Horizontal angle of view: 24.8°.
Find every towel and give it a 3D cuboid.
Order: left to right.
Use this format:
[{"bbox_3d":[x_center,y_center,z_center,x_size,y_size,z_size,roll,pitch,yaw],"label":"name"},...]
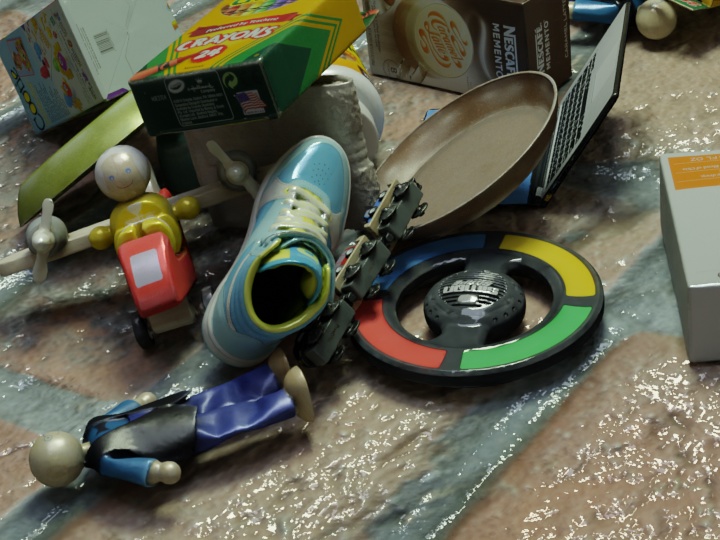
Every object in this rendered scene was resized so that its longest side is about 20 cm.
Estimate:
[{"bbox_3d":[-0.067,-0.097,1.380,0.200,0.133,0.034,4,28,40],"label":"towel"}]

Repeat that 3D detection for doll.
[{"bbox_3d":[-0.139,0.112,1.174,0.200,0.049,0.136,-18,23,-14],"label":"doll"},{"bbox_3d":[0.251,-0.287,1.699,0.136,0.049,0.200,-16,37,-30],"label":"doll"}]

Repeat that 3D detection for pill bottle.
[{"bbox_3d":[-0.041,-0.159,1.524,0.109,0.109,0.200,-13,32,-6],"label":"pill bottle"}]

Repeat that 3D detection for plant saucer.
[{"bbox_3d":[-0.236,-0.114,1.465,0.200,0.031,0.200,-38,8,6],"label":"plant saucer"},{"bbox_3d":[-0.131,-0.167,1.516,0.200,0.036,0.200,-38,32,29],"label":"plant saucer"},{"bbox_3d":[0.088,-0.091,1.376,0.200,0.032,0.200,-33,24,16],"label":"plant saucer"}]

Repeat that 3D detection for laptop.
[{"bbox_3d":[0.139,-0.148,1.464,0.116,0.200,0.187,27,35,-6],"label":"laptop"}]

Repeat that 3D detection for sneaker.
[{"bbox_3d":[-0.043,-0.025,1.233,0.079,0.131,0.200,26,70,-14],"label":"sneaker"}]

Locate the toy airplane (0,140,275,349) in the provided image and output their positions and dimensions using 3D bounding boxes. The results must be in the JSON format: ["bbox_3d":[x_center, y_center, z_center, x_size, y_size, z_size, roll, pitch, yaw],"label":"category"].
[{"bbox_3d":[-0.174,-0.047,1.337,0.199,0.141,0.200,10,44,39],"label":"toy airplane"}]

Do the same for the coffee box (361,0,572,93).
[{"bbox_3d":[0.104,-0.244,1.621,0.200,0.115,0.080,17,39,35],"label":"coffee box"}]

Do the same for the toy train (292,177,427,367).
[{"bbox_3d":[0.000,0.000,1.270,0.046,0.034,0.200,-22,29,47],"label":"toy train"}]

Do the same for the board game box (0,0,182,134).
[{"bbox_3d":[-0.262,-0.212,1.593,0.103,0.105,0.200,-28,9,-28],"label":"board game box"}]

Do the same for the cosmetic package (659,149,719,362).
[{"bbox_3d":[0.289,-0.017,1.255,0.101,0.071,0.200,-5,33,6],"label":"cosmetic package"}]

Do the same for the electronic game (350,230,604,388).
[{"bbox_3d":[0.088,0.026,1.262,0.199,0.042,0.200,-6,32,4],"label":"electronic game"}]

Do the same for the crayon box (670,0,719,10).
[{"bbox_3d":[0.347,-0.320,1.675,0.127,0.051,0.200,31,33,30],"label":"crayon box"}]

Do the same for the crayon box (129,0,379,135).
[{"bbox_3d":[-0.082,-0.182,1.328,0.127,0.051,0.200,-5,28,29],"label":"crayon box"}]
